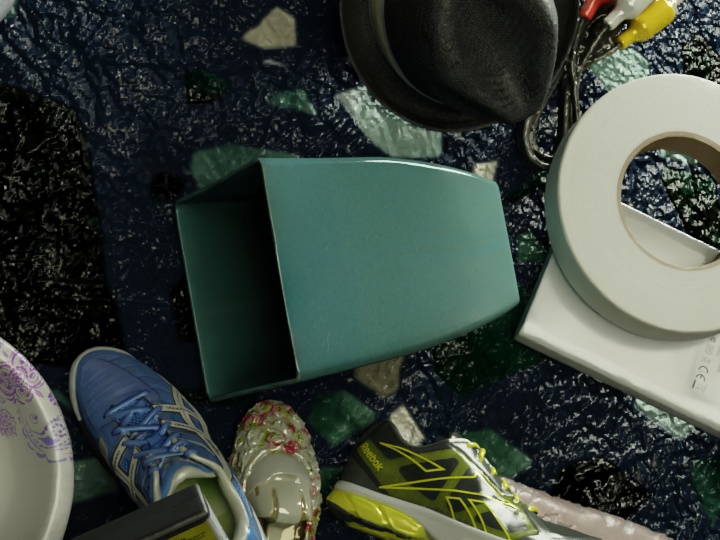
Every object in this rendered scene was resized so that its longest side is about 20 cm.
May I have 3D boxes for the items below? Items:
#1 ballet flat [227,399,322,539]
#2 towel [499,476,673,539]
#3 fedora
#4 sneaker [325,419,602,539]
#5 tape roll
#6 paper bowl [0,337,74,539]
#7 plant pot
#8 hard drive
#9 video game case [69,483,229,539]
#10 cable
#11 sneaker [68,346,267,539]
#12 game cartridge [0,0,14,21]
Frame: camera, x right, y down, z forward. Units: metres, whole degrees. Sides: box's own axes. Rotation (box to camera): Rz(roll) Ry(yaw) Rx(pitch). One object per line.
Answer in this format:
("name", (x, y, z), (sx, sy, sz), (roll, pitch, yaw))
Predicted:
("ballet flat", (-0.058, 0.186, 1.064), (0.075, 0.064, 0.202), (8, 78, -20))
("towel", (0.127, 0.258, 1.145), (0.199, 0.032, 0.192), (21, 74, -19))
("fedora", (0.083, -0.172, 1.114), (0.199, 0.092, 0.202), (-9, 123, -13))
("sneaker", (0.078, 0.158, 1.085), (0.198, 0.075, 0.085), (15, 75, 8))
("tape roll", (0.239, -0.048, 1.188), (0.201, 0.037, 0.205), (2, 77, -10))
("paper bowl", (-0.282, 0.129, 0.960), (0.199, 0.104, 0.202), (4, 80, -22))
("plant pot", (0.000, 0.000, 1.080), (0.199, 0.141, 0.143), (-7, 84, -30))
("hard drive", (0.231, 0.035, 1.200), (0.199, 0.026, 0.133), (25, 73, -2))
("video game case", (-0.158, 0.223, 0.941), (0.199, 0.181, 0.026), (-24, 48, -4))
("cable", (0.174, -0.175, 1.222), (0.097, 0.050, 0.201), (41, 69, -16))
("sneaker", (-0.121, 0.121, 1.018), (0.076, 0.077, 0.200), (-35, 69, -19))
("game cartridge", (-0.335, -0.167, 1.024), (0.199, 0.041, 0.134), (-34, 99, -23))
